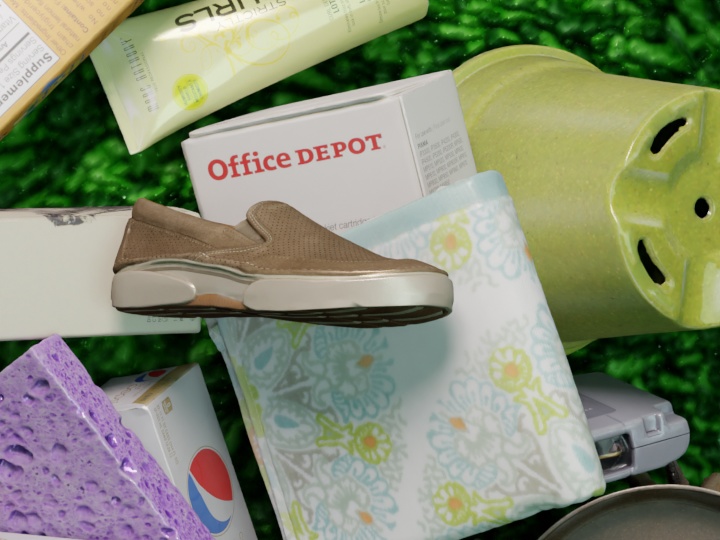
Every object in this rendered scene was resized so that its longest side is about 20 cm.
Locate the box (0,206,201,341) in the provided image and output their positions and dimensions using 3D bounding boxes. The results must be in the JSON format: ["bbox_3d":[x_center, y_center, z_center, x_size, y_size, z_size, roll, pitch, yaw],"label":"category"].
[{"bbox_3d":[-0.191,0.001,0.990,0.198,0.082,0.069,-1,95,-24],"label":"box"}]

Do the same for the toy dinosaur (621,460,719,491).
[{"bbox_3d":[0.180,0.201,1.128,0.085,0.201,0.136,19,45,1],"label":"toy dinosaur"}]

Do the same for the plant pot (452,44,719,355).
[{"bbox_3d":[0.149,-0.037,1.065,0.199,0.184,0.203,-2,94,-29],"label":"plant pot"}]

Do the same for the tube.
[{"bbox_3d":[-0.057,-0.137,1.054,0.199,0.058,0.052,-22,137,-15],"label":"tube"}]

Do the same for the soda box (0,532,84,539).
[{"bbox_3d":[-0.171,0.183,0.952,0.064,0.198,0.069,-40,127,-60],"label":"soda box"}]

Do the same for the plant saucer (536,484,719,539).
[{"bbox_3d":[0.178,0.216,1.072,0.198,0.032,0.202,1,104,3],"label":"plant saucer"}]

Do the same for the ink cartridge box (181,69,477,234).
[{"bbox_3d":[0.000,0.000,1.029,0.083,0.146,0.202,-31,110,-59],"label":"ink cartridge box"}]

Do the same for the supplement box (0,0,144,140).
[{"bbox_3d":[-0.174,-0.138,0.988,0.200,0.067,0.069,-45,97,-13],"label":"supplement box"}]

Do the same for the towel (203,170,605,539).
[{"bbox_3d":[0.019,0.060,0.951,0.048,0.199,0.173,-15,83,-56],"label":"towel"}]

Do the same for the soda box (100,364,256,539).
[{"bbox_3d":[-0.101,0.160,1.032,0.068,0.063,0.202,-41,116,-63],"label":"soda box"}]

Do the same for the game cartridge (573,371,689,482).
[{"bbox_3d":[0.079,0.107,1.083,0.198,0.133,0.041,-13,105,-16],"label":"game cartridge"}]

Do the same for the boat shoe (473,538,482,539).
[{"bbox_3d":[-0.002,0.206,0.952,0.201,0.060,0.072,-33,76,11],"label":"boat shoe"}]

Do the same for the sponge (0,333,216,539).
[{"bbox_3d":[-0.143,0.143,0.978,0.201,0.111,0.030,53,30,-2],"label":"sponge"}]

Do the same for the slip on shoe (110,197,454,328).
[{"bbox_3d":[-0.042,-0.006,0.915,0.076,0.199,0.061,14,79,-52],"label":"slip on shoe"}]
